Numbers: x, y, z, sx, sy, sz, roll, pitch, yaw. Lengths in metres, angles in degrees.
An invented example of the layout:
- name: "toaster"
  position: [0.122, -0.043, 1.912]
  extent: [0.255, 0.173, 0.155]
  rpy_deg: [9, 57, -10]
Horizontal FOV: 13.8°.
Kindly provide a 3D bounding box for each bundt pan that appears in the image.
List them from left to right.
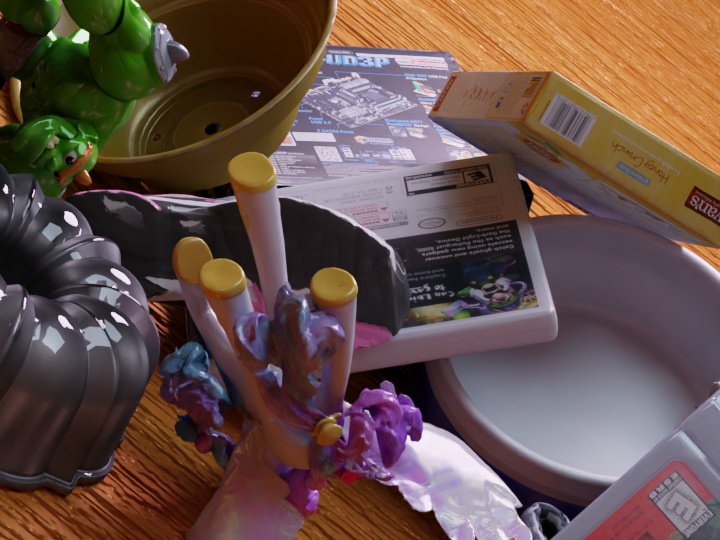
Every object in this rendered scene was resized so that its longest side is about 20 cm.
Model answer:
- name: "bundt pan"
  position: [-0.181, 0.012, 1.450]
  extent: [0.201, 0.076, 0.202]
  rpy_deg: [33, 23, -16]

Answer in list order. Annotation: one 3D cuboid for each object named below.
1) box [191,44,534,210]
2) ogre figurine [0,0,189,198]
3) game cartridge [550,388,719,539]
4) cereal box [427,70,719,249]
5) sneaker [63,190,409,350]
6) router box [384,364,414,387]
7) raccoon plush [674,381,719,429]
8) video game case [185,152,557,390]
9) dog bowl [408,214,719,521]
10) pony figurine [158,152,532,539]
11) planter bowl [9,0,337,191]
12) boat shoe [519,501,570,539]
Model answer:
- name: "box"
  position: [-0.011, -0.080, 1.844]
  extent: [0.199, 0.046, 0.159]
  rpy_deg: [1, 37, -25]
- name: "ogre figurine"
  position: [-0.170, -0.105, 1.528]
  extent: [0.120, 0.200, 0.098]
  rpy_deg: [35, 21, -15]
- name: "game cartridge"
  position: [0.157, 0.165, 1.469]
  extent: [0.133, 0.200, 0.041]
  rpy_deg: [48, -21, 6]
- name: "cereal box"
  position: [0.130, -0.067, 1.733]
  extent: [0.143, 0.040, 0.200]
  rpy_deg: [30, -3, -15]
- name: "sneaker"
  position: [-0.065, -0.010, 1.599]
  extent: [0.199, 0.081, 0.086]
  rpy_deg: [15, 7, 13]
- name: "router box"
  position: [0.084, 0.037, 1.847]
  extent: [0.149, 0.051, 0.200]
  rpy_deg: [36, 22, -2]
- name: "raccoon plush"
  position: [0.199, 0.146, 1.598]
  extent: [0.096, 0.134, 0.200]
  rpy_deg: [25, -21, 25]
- name: "video game case"
  position: [0.000, 0.000, 1.660]
  extent: [0.199, 0.023, 0.182]
  rpy_deg: [-9, 31, 0]
- name: "dog bowl"
  position: [0.129, 0.067, 1.683]
  extent: [0.199, 0.079, 0.201]
  rpy_deg: [7, 47, -8]
- name: "pony figurine"
  position: [-0.028, 0.073, 1.437]
  extent: [0.166, 0.201, 0.193]
  rpy_deg: [-21, 41, -15]
- name: "planter bowl"
  position: [-0.098, -0.108, 1.741]
  extent: [0.201, 0.199, 0.084]
  rpy_deg: [-117, -177, -46]
- name: "boat shoe"
  position: [0.106, 0.211, 1.493]
  extent: [0.071, 0.091, 0.201]
  rpy_deg: [16, 31, -43]
